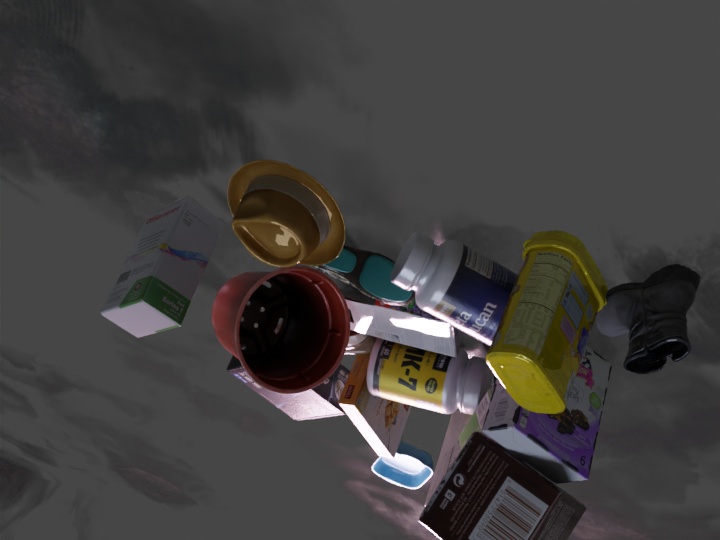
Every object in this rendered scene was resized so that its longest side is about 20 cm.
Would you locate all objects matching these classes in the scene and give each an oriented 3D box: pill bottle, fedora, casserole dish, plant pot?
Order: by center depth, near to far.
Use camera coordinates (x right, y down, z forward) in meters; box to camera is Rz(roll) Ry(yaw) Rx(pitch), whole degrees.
[{"bbox_3d":[0.147,0.026,1.398,0.198,0.112,0.111,28,150,-8],"label":"pill bottle"},{"bbox_3d":[-0.122,-0.066,1.428,0.198,0.082,0.202,16,133,18],"label":"fedora"},{"bbox_3d":[-0.148,0.085,1.602,0.200,0.202,0.195,39,167,-25],"label":"plant pot"},{"bbox_3d":[0.120,0.179,1.660,0.197,0.115,0.115,11,148,19],"label":"pill bottle"},{"bbox_3d":[0.097,0.428,2.151,0.120,0.039,0.200,24,149,-1],"label":"casserole dish"}]

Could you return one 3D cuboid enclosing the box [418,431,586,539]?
[{"bbox_3d":[0.223,0.377,1.503,0.163,0.167,0.200,32,175,30],"label":"box"}]

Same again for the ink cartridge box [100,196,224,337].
[{"bbox_3d":[-0.322,-0.005,1.587,0.084,0.202,0.144,37,148,-30],"label":"ink cartridge box"}]

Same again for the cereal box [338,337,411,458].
[{"bbox_3d":[0.035,0.232,1.773,0.039,0.145,0.201,3,145,30],"label":"cereal box"}]

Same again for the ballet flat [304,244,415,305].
[{"bbox_3d":[0.000,0.000,1.521,0.198,0.069,0.075,23,172,11],"label":"ballet flat"}]

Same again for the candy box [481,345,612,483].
[{"bbox_3d":[0.288,0.192,1.476,0.167,0.202,0.071,35,148,-24],"label":"candy box"}]

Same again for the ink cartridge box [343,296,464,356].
[{"bbox_3d":[0.067,0.074,1.594,0.198,0.051,0.109,14,149,18],"label":"ink cartridge box"}]

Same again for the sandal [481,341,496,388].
[{"bbox_3d":[0.237,0.165,1.526,0.048,0.075,0.203,-29,82,53],"label":"sandal"}]

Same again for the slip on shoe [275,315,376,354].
[{"bbox_3d":[-0.061,0.118,1.733,0.198,0.077,0.061,-6,134,29],"label":"slip on shoe"}]

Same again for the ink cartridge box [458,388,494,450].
[{"bbox_3d":[0.279,0.256,1.619,0.197,0.048,0.146,4,136,-19],"label":"ink cartridge box"}]

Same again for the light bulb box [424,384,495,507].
[{"bbox_3d":[0.228,0.343,1.761,0.124,0.200,0.200,24,151,-7],"label":"light bulb box"}]

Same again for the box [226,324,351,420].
[{"bbox_3d":[-0.132,0.203,1.900,0.200,0.087,0.163,41,145,-28],"label":"box"}]

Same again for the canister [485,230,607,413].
[{"bbox_3d":[0.251,0.071,1.301,0.086,0.201,0.149,-2,139,40],"label":"canister"}]

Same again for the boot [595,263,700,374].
[{"bbox_3d":[0.372,0.082,1.311,0.069,0.133,0.200,27,150,-9],"label":"boot"}]
